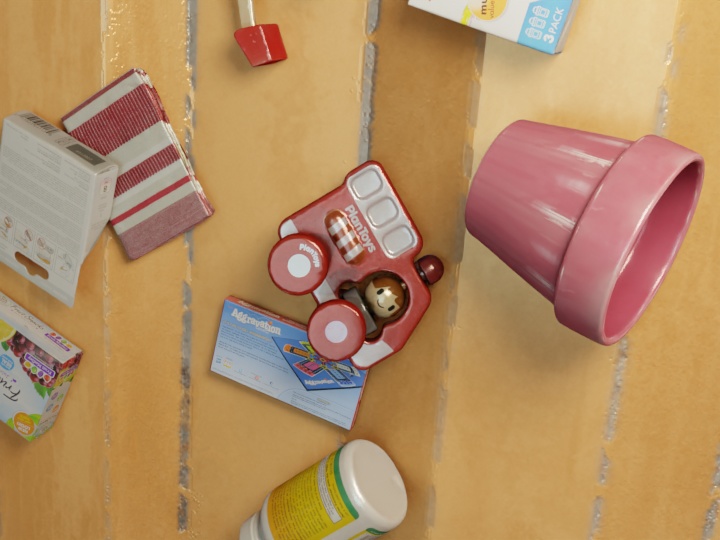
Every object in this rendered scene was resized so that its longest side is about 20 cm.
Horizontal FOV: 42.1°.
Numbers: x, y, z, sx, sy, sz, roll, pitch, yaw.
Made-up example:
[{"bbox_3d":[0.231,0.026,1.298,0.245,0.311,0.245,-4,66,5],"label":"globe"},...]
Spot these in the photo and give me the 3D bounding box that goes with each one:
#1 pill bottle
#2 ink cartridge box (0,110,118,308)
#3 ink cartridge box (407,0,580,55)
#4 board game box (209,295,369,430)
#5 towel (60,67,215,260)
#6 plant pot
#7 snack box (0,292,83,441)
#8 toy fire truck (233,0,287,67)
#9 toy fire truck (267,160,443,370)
[{"bbox_3d":[-0.050,0.298,1.138,0.199,0.113,0.113,-36,91,25],"label":"pill bottle"},{"bbox_3d":[-0.397,-0.079,1.197,0.162,0.057,0.202,30,124,18],"label":"ink cartridge box"},{"bbox_3d":[0.123,-0.302,0.933,0.198,0.068,0.116,22,111,14],"label":"ink cartridge box"},{"bbox_3d":[-0.087,0.113,1.152,0.198,0.019,0.104,21,112,14],"label":"board game box"},{"bbox_3d":[-0.277,-0.129,1.156,0.143,0.023,0.202,-24,93,26],"label":"towel"},{"bbox_3d":[0.208,-0.055,0.913,0.178,0.199,0.202,30,114,27],"label":"plant pot"},{"bbox_3d":[-0.493,0.118,1.287,0.199,0.053,0.143,33,115,9],"label":"snack box"},{"bbox_3d":[-0.091,-0.339,1.013,0.140,0.049,0.202,-17,98,24],"label":"toy fire truck"},{"bbox_3d":[0.000,0.000,1.049,0.167,0.112,0.201,-31,94,6],"label":"toy fire truck"}]
